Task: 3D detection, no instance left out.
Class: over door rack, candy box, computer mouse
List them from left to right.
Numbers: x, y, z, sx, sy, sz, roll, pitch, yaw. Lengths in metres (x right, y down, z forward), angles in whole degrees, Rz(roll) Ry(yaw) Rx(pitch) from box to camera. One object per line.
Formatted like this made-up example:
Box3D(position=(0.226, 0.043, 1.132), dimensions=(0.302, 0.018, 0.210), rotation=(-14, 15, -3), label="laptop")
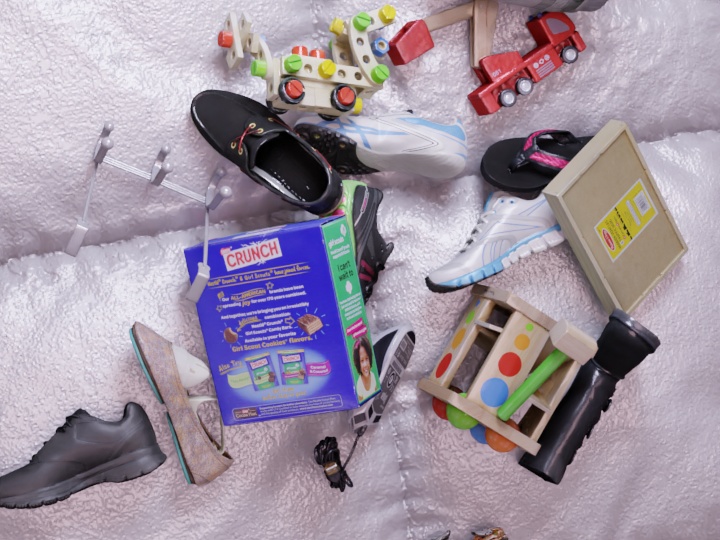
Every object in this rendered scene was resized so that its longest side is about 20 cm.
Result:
Box3D(position=(-0.214, -0.072, 1.647), dimensions=(0.147, 0.201, 0.067), rotation=(22, 126, -15), label="over door rack")
Box3D(position=(-0.083, 0.053, 1.708), dimensions=(0.168, 0.077, 0.202), rotation=(-9, 99, 22), label="candy box")
Box3D(position=(0.002, 0.145, 1.778), dimensions=(0.044, 0.110, 0.201), rotation=(22, 76, 21), label="computer mouse")

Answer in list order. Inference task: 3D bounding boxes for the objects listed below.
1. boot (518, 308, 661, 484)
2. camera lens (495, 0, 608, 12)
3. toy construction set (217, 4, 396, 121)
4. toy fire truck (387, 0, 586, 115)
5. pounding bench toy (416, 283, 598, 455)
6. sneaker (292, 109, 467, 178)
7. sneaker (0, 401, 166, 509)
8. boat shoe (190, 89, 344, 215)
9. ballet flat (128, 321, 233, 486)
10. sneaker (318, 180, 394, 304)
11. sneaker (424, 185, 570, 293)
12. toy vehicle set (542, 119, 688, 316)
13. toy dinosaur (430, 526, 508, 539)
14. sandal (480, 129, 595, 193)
Box3D(position=(0.255, 0.147, 1.801), dimensions=(0.065, 0.165, 0.200), rotation=(37, 84, 12), label="boot")
Box3D(position=(0.178, -0.372, 1.735), dimensions=(0.198, 0.160, 0.161), rotation=(8, 92, -17), label="camera lens")
Box3D(position=(-0.054, -0.231, 1.717), dimensions=(0.198, 0.092, 0.132), rotation=(1, 76, -14), label="toy construction set")
Box3D(position=(0.144, -0.255, 1.795), dimensions=(0.199, 0.049, 0.142), rotation=(-35, 101, -10), label="toy fire truck")
Box3D(position=(0.168, 0.120, 1.751), dimensions=(0.124, 0.200, 0.157), rotation=(32, 85, -15), label="pounding bench toy")
Box3D(position=(0.022, -0.148, 1.770), dimensions=(0.198, 0.072, 0.073), rotation=(7, 57, -8), label="sneaker")
Box3D(position=(-0.314, 0.200, 1.707), dimensions=(0.199, 0.076, 0.092), rotation=(-17, 88, -20), label="sneaker")
Box3D(position=(-0.104, -0.134, 1.702), dimensions=(0.201, 0.063, 0.074), rotation=(38, 90, 13), label="boat shoe")
Box3D(position=(-0.189, 0.137, 1.729), dimensions=(0.067, 0.068, 0.201), rotation=(-20, 109, -2), label="ballet flat")
Box3D(position=(0.000, 0.000, 1.762), dimensions=(0.083, 0.077, 0.202), rotation=(-6, 107, -29), label="sneaker")
Box3D(position=(0.151, -0.041, 1.809), dimensions=(0.199, 0.075, 0.087), rotation=(-27, 94, -20), label="sneaker")
Box3D(position=(0.295, -0.056, 1.817), dimensions=(0.124, 0.026, 0.201), rotation=(-44, 124, -17), label="toy vehicle set")
Box3D(position=(0.098, 0.381, 1.825), dimensions=(0.199, 0.102, 0.136), rotation=(-36, 87, 9), label="toy dinosaur")
Box3D(position=(0.228, -0.135, 1.813), dimensions=(0.198, 0.045, 0.076), rotation=(-8, 57, -19), label="sandal")
